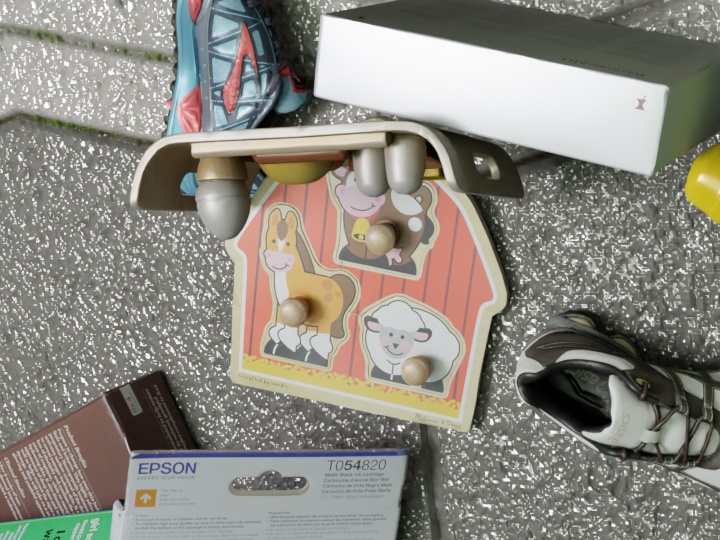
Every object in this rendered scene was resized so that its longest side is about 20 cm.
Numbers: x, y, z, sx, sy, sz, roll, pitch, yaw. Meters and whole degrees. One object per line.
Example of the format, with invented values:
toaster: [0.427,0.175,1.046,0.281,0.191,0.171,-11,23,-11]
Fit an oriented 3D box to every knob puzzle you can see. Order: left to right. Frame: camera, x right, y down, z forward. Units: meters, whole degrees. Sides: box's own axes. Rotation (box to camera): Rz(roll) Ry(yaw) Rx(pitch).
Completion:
knob puzzle: [0.000,0.000,0.882,0.217,0.030,0.223,5,107,16]

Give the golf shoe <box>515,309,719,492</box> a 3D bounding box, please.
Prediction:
golf shoe: [0.181,0.093,0.791,0.198,0.094,0.079,19,110,23]

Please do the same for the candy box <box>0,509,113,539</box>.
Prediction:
candy box: [-0.233,0.267,1.019,0.198,0.077,0.170,-11,128,19]

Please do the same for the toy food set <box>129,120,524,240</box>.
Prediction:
toy food set: [-0.015,-0.049,0.788,0.198,0.143,0.061,0,91,22]

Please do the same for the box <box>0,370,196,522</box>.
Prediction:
box: [-0.222,0.165,1.051,0.199,0.075,0.101,-27,88,34]

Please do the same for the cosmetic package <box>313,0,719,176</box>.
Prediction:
cosmetic package: [0.096,-0.111,0.753,0.198,0.150,0.052,17,110,26]

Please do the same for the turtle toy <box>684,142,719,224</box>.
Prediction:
turtle toy: [0.272,-0.071,0.692,0.145,0.101,0.201,36,117,16]

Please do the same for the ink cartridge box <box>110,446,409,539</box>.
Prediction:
ink cartridge box: [-0.075,0.203,0.923,0.041,0.197,0.202,-129,45,-62]

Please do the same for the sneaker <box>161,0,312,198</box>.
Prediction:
sneaker: [-0.072,-0.140,0.898,0.094,0.079,0.202,15,117,11]
